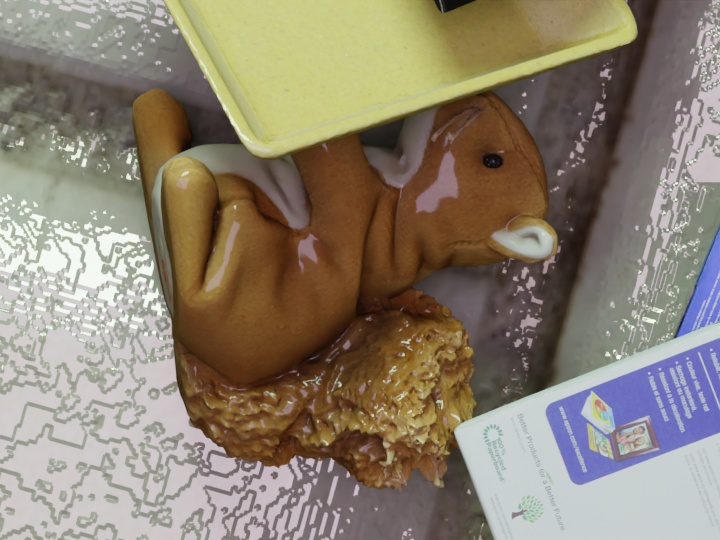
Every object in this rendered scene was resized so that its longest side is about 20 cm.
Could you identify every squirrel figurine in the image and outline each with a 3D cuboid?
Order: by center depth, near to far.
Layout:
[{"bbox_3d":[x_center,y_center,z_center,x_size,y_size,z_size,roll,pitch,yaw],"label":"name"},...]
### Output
[{"bbox_3d":[0.000,0.000,0.997,0.185,0.142,0.202,-10,103,-10],"label":"squirrel figurine"}]

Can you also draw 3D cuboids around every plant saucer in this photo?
[{"bbox_3d":[-0.007,-0.141,0.946,0.199,0.049,0.201,-18,64,-24],"label":"plant saucer"}]

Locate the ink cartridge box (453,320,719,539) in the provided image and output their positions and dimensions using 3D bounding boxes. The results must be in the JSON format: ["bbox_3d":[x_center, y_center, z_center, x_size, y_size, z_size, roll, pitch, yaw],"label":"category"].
[{"bbox_3d":[0.150,0.079,0.931,0.198,0.039,0.100,-21,88,9],"label":"ink cartridge box"}]

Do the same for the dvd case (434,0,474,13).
[{"bbox_3d":[0.064,-0.225,0.946,0.149,0.025,0.201,-22,64,-3],"label":"dvd case"}]

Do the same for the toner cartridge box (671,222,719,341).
[{"bbox_3d":[0.185,0.061,0.973,0.094,0.043,0.201,23,92,17],"label":"toner cartridge box"}]
